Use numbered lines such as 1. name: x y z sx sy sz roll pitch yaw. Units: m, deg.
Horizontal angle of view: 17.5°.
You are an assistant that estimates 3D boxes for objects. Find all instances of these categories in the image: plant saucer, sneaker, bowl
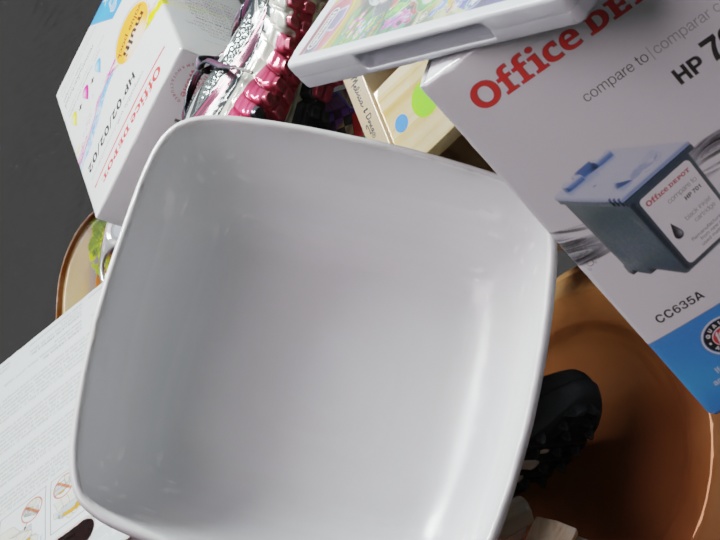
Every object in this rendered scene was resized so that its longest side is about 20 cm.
1. plant saucer: 0.119 0.089 1.117 0.200 0.037 0.201 -10 76 46
2. sneaker: 0.032 0.080 1.133 0.200 0.066 0.091 -37 65 40
3. sneaker: -0.048 -0.112 1.218 0.075 0.081 0.200 5 61 42
4. bowl: -0.018 0.044 1.053 0.199 0.075 0.201 13 76 6

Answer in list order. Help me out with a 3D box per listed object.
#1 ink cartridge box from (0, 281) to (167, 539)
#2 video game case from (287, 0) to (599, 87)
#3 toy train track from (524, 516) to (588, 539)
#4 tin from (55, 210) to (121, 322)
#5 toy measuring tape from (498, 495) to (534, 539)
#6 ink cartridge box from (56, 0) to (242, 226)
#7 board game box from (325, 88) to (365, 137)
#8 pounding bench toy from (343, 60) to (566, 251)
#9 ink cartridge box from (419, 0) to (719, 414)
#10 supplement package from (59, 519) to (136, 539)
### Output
1. ink cartridge box: -0.140 0.099 1.182 0.162 0.050 0.200 -38 36 22
2. video game case: 0.061 -0.146 0.977 0.200 0.018 0.143 -6 46 57
3. toy train track: 0.159 0.152 0.997 0.199 0.033 0.115 22 71 21
4. tin: -0.141 0.059 1.409 0.112 0.042 0.201 -5 80 43
5. toy measuring tape: 0.039 0.160 1.136 0.200 0.073 0.074 100 148 -46
6. ink cartridge box: -0.109 -0.094 1.336 0.115 0.068 0.200 -62 28 20
7. board game box: 0.000 0.000 1.202 0.158 0.039 0.200 30 94 23
8. pounding bench toy: 0.078 -0.140 1.136 0.156 0.124 0.200 -44 53 34
9. ink cartridge box: 0.145 -0.061 0.980 0.146 0.200 0.086 -35 19 29
10. supplement package: -0.101 0.182 1.252 0.200 0.155 0.111 -30 62 41
